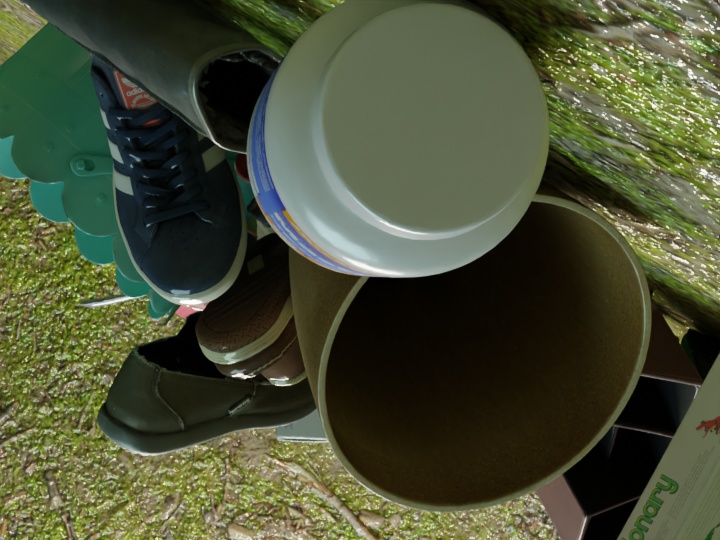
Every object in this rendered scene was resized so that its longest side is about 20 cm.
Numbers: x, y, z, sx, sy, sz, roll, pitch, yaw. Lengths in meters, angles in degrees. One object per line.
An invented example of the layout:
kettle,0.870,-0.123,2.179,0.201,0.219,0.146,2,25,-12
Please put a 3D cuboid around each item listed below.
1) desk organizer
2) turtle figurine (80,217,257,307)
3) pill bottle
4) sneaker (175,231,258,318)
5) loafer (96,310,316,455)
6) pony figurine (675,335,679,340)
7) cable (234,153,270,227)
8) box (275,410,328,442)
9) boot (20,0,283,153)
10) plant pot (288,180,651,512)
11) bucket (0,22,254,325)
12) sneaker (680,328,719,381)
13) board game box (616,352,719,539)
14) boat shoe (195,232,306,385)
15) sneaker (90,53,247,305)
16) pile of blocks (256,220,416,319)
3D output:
desk organizer,0.164,0.106,1.218,0.201,0.071,0.077,93,154,-55
turtle figurine,-0.099,-0.052,1.413,0.193,0.145,0.201,19,142,0
pill bottle,0.014,-0.053,0.743,0.112,0.113,0.200,30,177,-6
sneaker,-0.054,0.010,1.330,0.199,0.074,0.087,6,151,6
loafer,-0.084,0.064,1.216,0.075,0.070,0.199,32,-148,30
pony figurine,0.103,0.070,1.310,0.199,0.168,0.193,-8,176,-26
cable,-0.037,-0.075,0.983,0.050,0.098,0.200,26,176,-7
box,0.025,0.078,1.391,0.068,0.083,0.199,-2,-177,43
boot,-0.137,-0.135,0.906,0.181,0.073,0.200,12,-153,-51
plant pot,0.033,0.000,1.024,0.186,0.187,0.200,31,-167,-33
bucket,-0.149,-0.079,1.182,0.207,0.135,0.207,43,172,7
sneaker,0.240,0.096,1.268,0.078,0.086,0.200,29,176,10
board game box,0.211,0.137,1.120,0.034,0.201,0.126,28,176,30
boat shoe,-0.050,0.034,1.135,0.075,0.074,0.202,60,-170,-13
sneaker,-0.114,-0.080,1.020,0.085,0.074,0.201,68,-174,-67
pile of blocks,0.000,0.000,1.212,0.200,0.062,0.083,32,140,56
